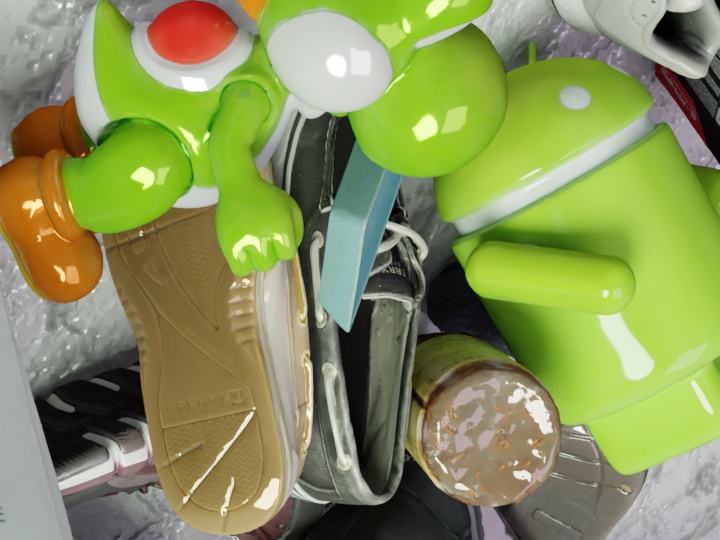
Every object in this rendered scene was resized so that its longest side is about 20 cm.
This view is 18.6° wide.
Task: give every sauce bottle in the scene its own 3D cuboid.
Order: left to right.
[{"bbox_3d":[0.045,0.060,1.015,0.066,0.200,0.066,-1,97,-6],"label":"sauce bottle"}]

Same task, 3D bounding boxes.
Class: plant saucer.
[{"bbox_3d":[0.017,-0.072,0.906,0.070,0.019,0.201,98,8,-52],"label":"plant saucer"}]

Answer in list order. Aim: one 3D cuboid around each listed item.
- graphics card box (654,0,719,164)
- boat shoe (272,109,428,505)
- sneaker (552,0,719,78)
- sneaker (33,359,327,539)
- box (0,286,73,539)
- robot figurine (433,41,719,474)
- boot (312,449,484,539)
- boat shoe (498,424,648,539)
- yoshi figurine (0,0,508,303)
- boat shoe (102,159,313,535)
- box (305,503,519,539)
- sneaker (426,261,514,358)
[{"bbox_3d":[0.198,-0.111,1.022,0.051,0.126,0.200,-26,154,-12],"label":"graphics card box"},{"bbox_3d":[0.000,0.000,0.945,0.070,0.063,0.201,2,89,-44],"label":"boat shoe"},{"bbox_3d":[0.116,-0.159,0.969,0.076,0.092,0.200,-48,143,-5],"label":"sneaker"},{"bbox_3d":[-0.075,0.095,0.975,0.199,0.076,0.116,-26,117,-30],"label":"sneaker"},{"bbox_3d":[-0.210,0.109,0.724,0.198,0.200,0.172,0,123,-19],"label":"box"},{"bbox_3d":[0.109,-0.010,1.025,0.115,0.201,0.175,-27,-177,35],"label":"robot figurine"},{"bbox_3d":[0.012,0.187,1.020,0.200,0.065,0.166,-47,124,-63],"label":"boot"},{"bbox_3d":[0.105,0.135,1.212,0.200,0.074,0.073,-56,-178,38],"label":"boat shoe"},{"bbox_3d":[-0.029,-0.050,0.808,0.199,0.113,0.112,-26,162,17],"label":"yoshi figurine"},{"bbox_3d":[-0.059,0.005,0.905,0.069,0.073,0.201,-2,87,-76],"label":"boat shoe"},{"bbox_3d":[0.000,0.192,1.138,0.200,0.036,0.143,-40,111,-15],"label":"box"},{"bbox_3d":[0.115,0.004,1.142,0.199,0.070,0.083,11,69,-36],"label":"sneaker"}]
